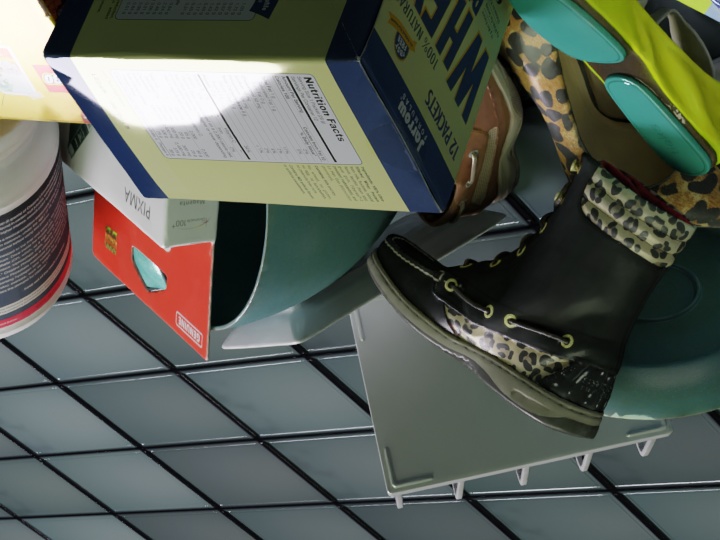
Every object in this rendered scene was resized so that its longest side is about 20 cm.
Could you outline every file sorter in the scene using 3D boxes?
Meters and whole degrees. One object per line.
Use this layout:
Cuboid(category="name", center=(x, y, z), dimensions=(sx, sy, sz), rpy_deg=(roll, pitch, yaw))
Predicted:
Cuboid(category="file sorter", center=(0.102, 0.081, 1.449), dimensions=(0.198, 0.140, 0.125), rpy_deg=(-12, 163, -2))

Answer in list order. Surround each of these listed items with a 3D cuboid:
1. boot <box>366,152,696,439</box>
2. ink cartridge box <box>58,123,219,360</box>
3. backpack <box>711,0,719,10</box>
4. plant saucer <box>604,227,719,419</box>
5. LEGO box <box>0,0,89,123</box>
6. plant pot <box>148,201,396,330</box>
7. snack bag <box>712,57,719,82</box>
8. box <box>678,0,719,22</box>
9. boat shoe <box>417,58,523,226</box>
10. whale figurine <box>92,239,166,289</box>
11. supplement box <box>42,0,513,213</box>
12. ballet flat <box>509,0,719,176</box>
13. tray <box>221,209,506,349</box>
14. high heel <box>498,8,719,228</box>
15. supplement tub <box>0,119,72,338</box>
Cuboid(category="boot", center=(0.106, -0.009, 1.272), dimensions=(0.073, 0.155, 0.203), rpy_deg=(12, -159, -49))
Cuboid(category="ink cartridge box", center=(-0.155, -0.055, 1.367), dimensions=(0.043, 0.175, 0.200), rpy_deg=(-6, -156, -29))
Cuboid(category="backpack", center=(0.221, -0.188, 0.937), dimensions=(0.199, 0.192, 0.154), rpy_deg=(28, 147, -12))
Cuboid(category="plant saucer", center=(0.191, 0.022, 1.331), dimensions=(0.198, 0.201, 0.028), rpy_deg=(7, 130, 22))
Cuboid(category="LEGO box", center=(-0.242, -0.164, 1.216), dimensions=(0.198, 0.078, 0.149), rpy_deg=(5, 149, 22))
Cuboid(category="plant pot", center=(-0.048, -0.069, 1.351), dimensions=(0.134, 0.202, 0.200), rpy_deg=(-7, 164, -28))
Cuboid(category="snack bag", center=(0.300, -0.086, 1.245), dimensions=(0.188, 0.022, 0.199), rpy_deg=(37, 147, -29))
Cuboid(category="box", center=(0.214, -0.180, 1.091), dimensions=(0.199, 0.048, 0.122), rpy_deg=(27, 151, 0))
Cuboid(category="boat shoe", center=(0.055, -0.088, 1.278), dimensions=(0.076, 0.072, 0.200), rpy_deg=(44, 165, 29))
Cuboid(category="whale figurine", center=(-0.140, -0.019, 1.550), dimensions=(0.159, 0.104, 0.200), rpy_deg=(32, 149, -23))
Cuboid(category="supplement box", center=(-0.034, -0.154, 1.149), dimensions=(0.198, 0.201, 0.135), rpy_deg=(4, 149, 27))
Cuboid(category="ballet flat", center=(0.156, -0.136, 1.182), dimensions=(0.200, 0.067, 0.067), rpy_deg=(41, 162, -32))
Cuboid(category="tray", center=(0.000, 0.000, 1.423), dimensions=(0.107, 0.199, 0.022), rpy_deg=(-9, 108, 56))
Cuboid(category="high heel", center=(0.162, -0.098, 1.245), dimensions=(0.199, 0.072, 0.143), rpy_deg=(31, 158, 4))
Cuboid(category="supplement tub", center=(-0.272, -0.059, 1.392), dimensions=(0.139, 0.141, 0.201), rpy_deg=(15, 143, 8))
